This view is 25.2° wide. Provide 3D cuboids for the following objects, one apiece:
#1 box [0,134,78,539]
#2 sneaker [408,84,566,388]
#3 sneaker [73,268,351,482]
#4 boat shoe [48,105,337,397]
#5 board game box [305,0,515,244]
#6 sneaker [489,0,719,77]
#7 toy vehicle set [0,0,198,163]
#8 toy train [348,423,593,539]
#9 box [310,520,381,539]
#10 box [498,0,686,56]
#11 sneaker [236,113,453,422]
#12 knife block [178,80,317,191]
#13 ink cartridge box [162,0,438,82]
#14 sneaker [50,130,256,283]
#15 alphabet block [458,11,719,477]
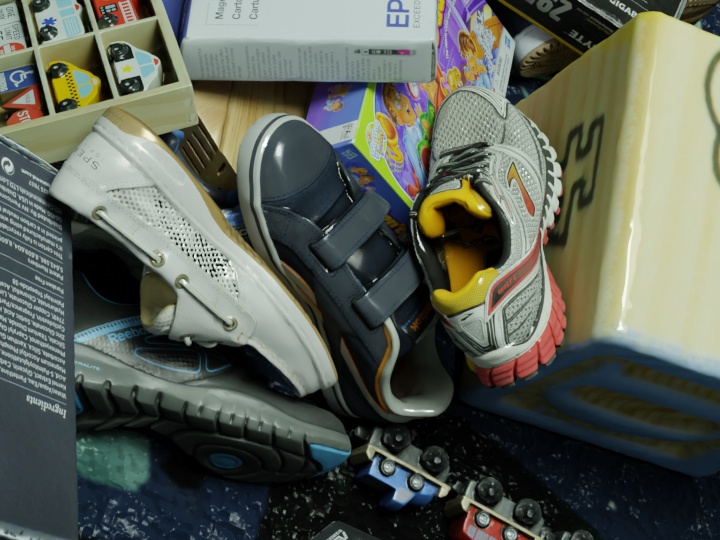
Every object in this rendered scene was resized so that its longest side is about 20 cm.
[{"bbox_3d":[-0.224,0.046,0.776,0.104,0.147,0.202,33,44,-55],"label":"box"},{"bbox_3d":[0.069,-0.036,0.906,0.082,0.077,0.202,47,27,-40],"label":"sneaker"},{"bbox_3d":[-0.092,0.058,0.899,0.198,0.073,0.083,21,53,-19],"label":"sneaker"},{"bbox_3d":[-0.089,0.006,0.847,0.069,0.071,0.200,-45,118,-10],"label":"boat shoe"},{"bbox_3d":[0.034,-0.110,1.016,0.135,0.044,0.202,46,44,-38],"label":"board game box"},{"bbox_3d":[0.170,-0.212,1.165,0.198,0.070,0.109,-18,72,-33],"label":"sneaker"},{"bbox_3d":[-0.172,-0.135,0.903,0.123,0.027,0.201,-16,44,-8],"label":"toy vehicle set"},{"bbox_3d":[0.076,0.151,0.963,0.199,0.034,0.046,31,69,-11],"label":"toy train"},{"bbox_3d":[-0.011,0.213,0.778,0.159,0.044,0.199,18,34,33],"label":"box"},{"bbox_3d":[0.140,-0.243,1.096,0.199,0.049,0.161,31,58,-7],"label":"box"},{"bbox_3d":[0.000,0.000,0.907,0.079,0.079,0.201,-49,129,-36],"label":"sneaker"},{"bbox_3d":[-0.044,-0.108,1.009,0.175,0.064,0.201,-29,81,-33],"label":"knife block"},{"bbox_3d":[-0.050,-0.198,0.971,0.197,0.044,0.198,2,53,1],"label":"ink cartridge box"},{"bbox_3d":[-0.138,-0.054,0.905,0.198,0.086,0.077,23,21,-13],"label":"sneaker"},{"bbox_3d":[0.192,-0.006,0.981,0.193,0.196,0.202,19,69,-19],"label":"alphabet block"}]
